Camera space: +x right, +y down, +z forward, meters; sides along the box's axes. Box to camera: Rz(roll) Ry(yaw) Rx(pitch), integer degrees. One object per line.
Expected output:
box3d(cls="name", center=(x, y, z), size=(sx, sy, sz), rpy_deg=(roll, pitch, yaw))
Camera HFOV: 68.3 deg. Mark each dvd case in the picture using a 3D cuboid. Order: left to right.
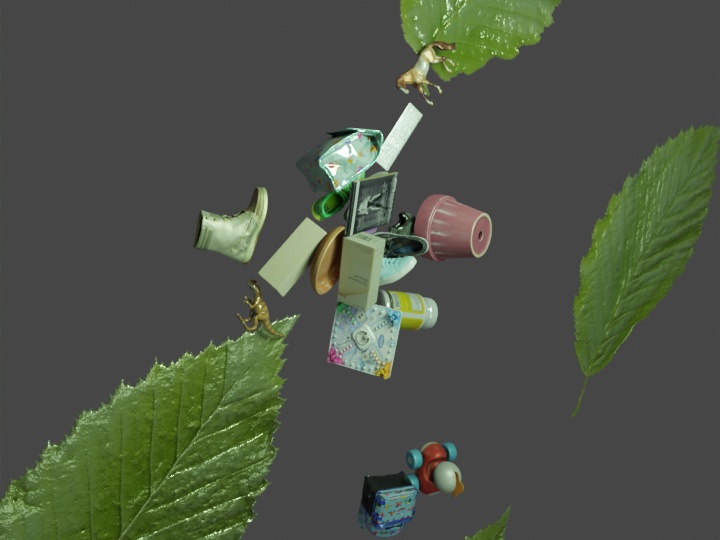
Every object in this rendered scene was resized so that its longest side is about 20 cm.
box3d(cls="dvd case", center=(0.032, -0.185, 1.461), size=(0.199, 0.016, 0.151), rpy_deg=(-23, 129, -48))

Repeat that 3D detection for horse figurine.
box3d(cls="horse figurine", center=(0.195, -0.580, 1.532), size=(0.131, 0.050, 0.202), rpy_deg=(29, 95, -13))

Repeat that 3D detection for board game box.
box3d(cls="board game box", center=(0.007, 0.195, 1.541), size=(0.026, 0.196, 0.204), rpy_deg=(-17, 119, -73))

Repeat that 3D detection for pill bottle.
box3d(cls="pill bottle", center=(0.132, 0.125, 1.622), size=(0.197, 0.114, 0.117), rpy_deg=(8, 97, -30))

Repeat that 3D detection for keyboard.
box3d(cls="keyboard", center=(0.111, -0.392, 1.556), size=(0.056, 0.011, 0.202), rpy_deg=(35, 83, -30))

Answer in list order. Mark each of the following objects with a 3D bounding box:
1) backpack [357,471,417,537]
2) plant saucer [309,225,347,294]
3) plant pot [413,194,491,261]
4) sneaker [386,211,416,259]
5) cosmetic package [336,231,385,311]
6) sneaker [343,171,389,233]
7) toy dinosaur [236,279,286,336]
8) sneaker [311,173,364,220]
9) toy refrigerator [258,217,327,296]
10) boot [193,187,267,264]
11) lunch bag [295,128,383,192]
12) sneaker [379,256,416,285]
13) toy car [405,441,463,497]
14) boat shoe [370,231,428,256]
box3d(cls="backpack", center=(0.085, 0.782, 1.732), size=(0.180, 0.134, 0.204), rpy_deg=(7, 100, -29))
box3d(cls="plant saucer", center=(-0.084, -0.033, 1.457), size=(0.201, 0.037, 0.202), rpy_deg=(-55, 161, -29))
box3d(cls="plant pot", center=(0.284, -0.119, 1.583), size=(0.198, 0.177, 0.204), rpy_deg=(-17, 113, -46))
box3d(cls="sneaker", center=(0.108, -0.088, 1.593), size=(0.090, 0.066, 0.203), rpy_deg=(30, 82, -28))
box3d(cls="cosmetic package", center=(0.000, 0.000, 1.482), size=(0.073, 0.102, 0.203), rpy_deg=(-38, 141, -54))
box3d(cls="sneaker", center=(0.031, -0.184, 1.535), size=(0.202, 0.072, 0.115), rpy_deg=(-53, 139, -15))
box3d(cls="toy dinosaur", center=(-0.269, 0.126, 1.431), size=(0.105, 0.060, 0.203), rpy_deg=(-27, 113, -23))
box3d(cls="sneaker", center=(-0.049, -0.212, 1.465), size=(0.201, 0.083, 0.074), rpy_deg=(-50, 119, -11))
box3d(cls="toy refrigerator", center=(-0.176, -0.035, 1.428), size=(0.201, 0.075, 0.070), rpy_deg=(-51, 161, -10))
box3d(cls="boot", center=(-0.326, -0.131, 1.338), size=(0.152, 0.072, 0.204), rpy_deg=(17, 93, -28))
box3d(cls="lunch bag", center=(-0.049, -0.304, 1.394), size=(0.200, 0.170, 0.123), rpy_deg=(-43, 114, -15))
box3d(cls="sneaker", center=(0.062, -0.009, 1.525), size=(0.197, 0.074, 0.083), rpy_deg=(-23, 114, 25))
box3d(cls="toy car", center=(0.272, 0.696, 1.776), size=(0.181, 0.199, 0.181), rpy_deg=(1, 101, -28))
box3d(cls="boat shoe", center=(0.096, -0.071, 1.526), size=(0.196, 0.066, 0.071), rpy_deg=(7, 96, 13))
